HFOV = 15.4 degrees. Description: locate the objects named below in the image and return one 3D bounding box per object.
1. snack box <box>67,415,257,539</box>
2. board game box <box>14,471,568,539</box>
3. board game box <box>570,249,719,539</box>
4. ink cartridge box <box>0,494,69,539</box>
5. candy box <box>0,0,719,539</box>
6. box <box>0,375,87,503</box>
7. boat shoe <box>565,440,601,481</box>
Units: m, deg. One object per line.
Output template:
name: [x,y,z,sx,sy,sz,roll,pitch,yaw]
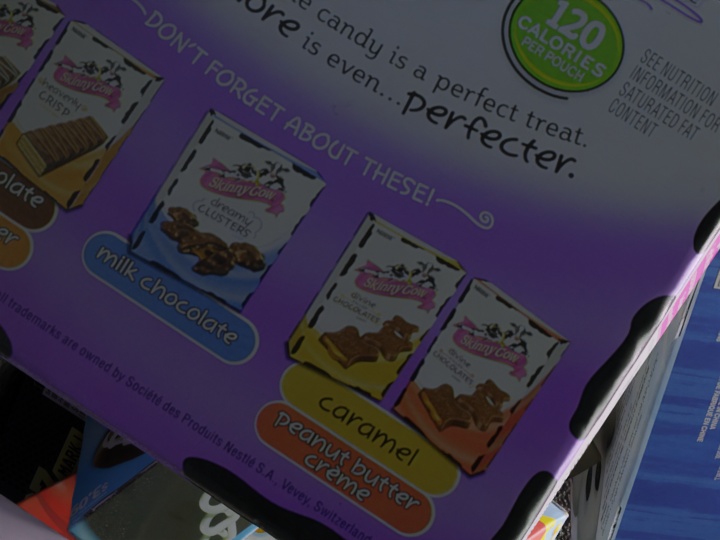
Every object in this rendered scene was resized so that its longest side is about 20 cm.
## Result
snack box: [0.007,-0.004,0.730,0.200,0.037,0.116,-37,-158,18]
board game box: [-0.042,0.115,0.840,0.200,0.103,0.105,-27,150,-51]
board game box: [0.102,-0.024,0.809,0.200,0.043,0.199,102,-7,-45]
ink cartridge box: [-0.161,0.152,0.673,0.200,0.083,0.147,-46,166,-55]
candy box: [0.004,-0.052,0.544,0.200,0.168,0.072,-56,173,-2]
box: [-0.080,0.057,0.933,0.200,0.051,0.158,-62,171,33]
boat shoe: [0.000,0.000,0.833,0.068,0.200,0.075,-31,137,1]
